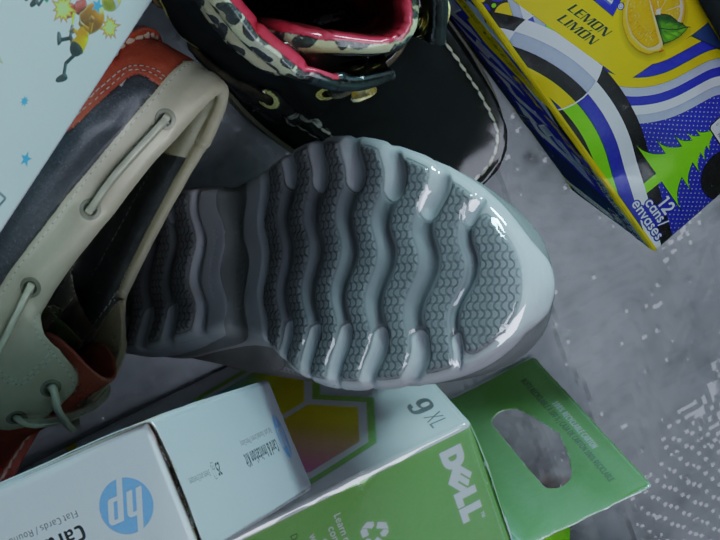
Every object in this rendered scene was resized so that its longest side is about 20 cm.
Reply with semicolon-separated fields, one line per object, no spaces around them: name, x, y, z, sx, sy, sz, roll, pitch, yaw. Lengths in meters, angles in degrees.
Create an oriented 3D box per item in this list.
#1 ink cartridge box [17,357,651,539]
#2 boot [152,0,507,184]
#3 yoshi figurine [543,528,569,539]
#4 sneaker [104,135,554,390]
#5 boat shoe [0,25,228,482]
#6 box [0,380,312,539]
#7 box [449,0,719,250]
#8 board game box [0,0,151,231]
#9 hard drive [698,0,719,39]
ink cartridge box;-0.014;0.072;0.860;0.199;0.104;0.060;-25;119;-10
boot;-0.008;-0.072;0.773;0.074;0.154;0.204;-46;118;0
yoshi figurine;0.040;0.142;0.903;0.112;0.113;0.200;-25;163;28
sneaker;0.000;0.000;0.798;0.082;0.199;0.075;10;87;-36
boat shoe;-0.103;0.015;0.811;0.062;0.071;0.201;27;104;16
box;-0.122;0.091;0.721;0.199;0.156;0.041;-25;87;8
box;0.058;-0.104;0.835;0.064;0.070;0.200;-40;119;-3
board game box;-0.163;-0.029;0.700;0.064;0.147;0.201;41;74;-40
hard drive;0.131;-0.164;0.764;0.201;0.139;0.033;58;42;-18
